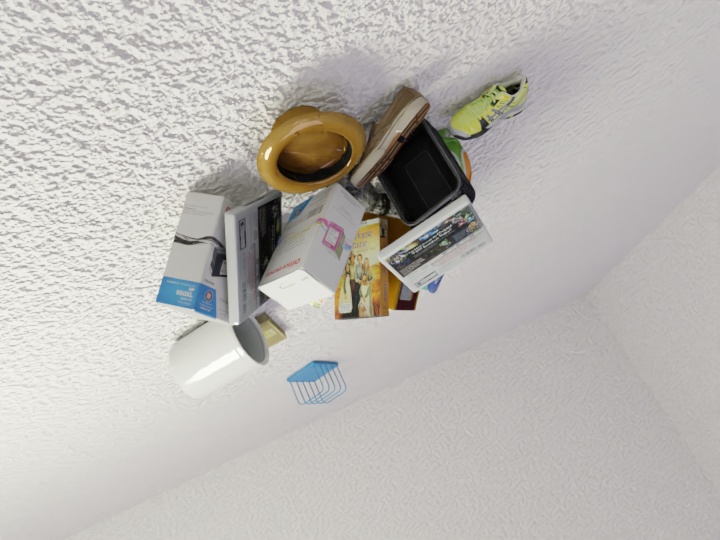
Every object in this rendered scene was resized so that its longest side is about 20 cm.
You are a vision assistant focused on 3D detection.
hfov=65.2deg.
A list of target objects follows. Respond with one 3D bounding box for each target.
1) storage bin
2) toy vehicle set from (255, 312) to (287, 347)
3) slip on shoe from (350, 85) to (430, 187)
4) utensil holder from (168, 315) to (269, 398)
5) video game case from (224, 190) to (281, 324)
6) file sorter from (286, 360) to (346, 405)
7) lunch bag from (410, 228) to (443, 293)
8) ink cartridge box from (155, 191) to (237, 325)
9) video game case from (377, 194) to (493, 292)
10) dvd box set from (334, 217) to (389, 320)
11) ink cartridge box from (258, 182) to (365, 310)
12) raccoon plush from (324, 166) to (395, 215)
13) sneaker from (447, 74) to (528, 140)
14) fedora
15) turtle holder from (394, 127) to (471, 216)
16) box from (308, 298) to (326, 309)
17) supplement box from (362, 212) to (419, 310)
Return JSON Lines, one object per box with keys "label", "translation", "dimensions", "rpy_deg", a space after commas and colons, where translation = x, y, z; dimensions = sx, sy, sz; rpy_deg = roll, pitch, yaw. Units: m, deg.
{"label": "storage bin", "translation": [0.116, -0.189, 1.096], "dimensions": [0.134, 0.202, 0.093], "rpy_deg": [-36, 155, 21]}
{"label": "toy vehicle set", "translation": [-0.298, 0.190, 1.641], "dimensions": [0.123, 0.027, 0.201], "rpy_deg": [-28, 157, -3]}
{"label": "slip on shoe", "translation": [0.042, -0.242, 1.022], "dimensions": [0.201, 0.060, 0.076], "rpy_deg": [-51, 168, 13]}
{"label": "utensil holder", "translation": [-0.359, 0.208, 1.432], "dimensions": [0.198, 0.172, 0.170], "rpy_deg": [-30, 158, 11]}
{"label": "video game case", "translation": [-0.192, -0.029, 1.038], "dimensions": [0.182, 0.023, 0.204], "rpy_deg": [-46, 142, -63]}
{"label": "file sorter", "translation": [-0.164, 0.445, 2.206], "dimensions": [0.138, 0.124, 0.199], "rpy_deg": [-36, 156, 17]}
{"label": "lunch bag", "translation": [0.168, -0.059, 1.275], "dimensions": [0.201, 0.081, 0.163], "rpy_deg": [-55, 152, -45]}
{"label": "ink cartridge box", "translation": [-0.267, -0.019, 1.008], "dimensions": [0.083, 0.204, 0.145], "rpy_deg": [8, 168, 18]}
{"label": "video game case", "translation": [0.151, -0.046, 1.107], "dimensions": [0.198, 0.024, 0.182], "rpy_deg": [-33, 147, 12]}
{"label": "dvd box set", "translation": [0.000, 0.000, 1.199], "dimensions": [0.029, 0.205, 0.145], "rpy_deg": [7, 169, -44]}
{"label": "ink cartridge box", "translation": [-0.089, -0.041, 1.039], "dimensions": [0.084, 0.203, 0.143], "rpy_deg": [39, 143, -26]}
{"label": "raccoon plush", "translation": [0.009, -0.184, 1.118], "dimensions": [0.196, 0.098, 0.135], "rpy_deg": [-10, 148, -26]}
{"label": "sneaker", "translation": [0.255, -0.335, 1.137], "dimensions": [0.198, 0.076, 0.077], "rpy_deg": [-33, 152, -16]}
{"label": "fedora", "translation": [-0.089, -0.218, 0.957], "dimensions": [0.197, 0.083, 0.202], "rpy_deg": [-19, 153, -10]}
{"label": "turtle holder", "translation": [0.154, -0.199, 1.209], "dimensions": [0.183, 0.133, 0.142], "rpy_deg": [-20, 157, -19]}
{"label": "box", "translation": [-0.148, -0.006, 1.212], "dimensions": [0.111, 0.198, 0.035], "rpy_deg": [-54, -169, 36]}
{"label": "supplement box", "translation": [0.066, -0.018, 1.326], "dimensions": [0.130, 0.202, 0.199], "rpy_deg": [12, 180, 20]}
